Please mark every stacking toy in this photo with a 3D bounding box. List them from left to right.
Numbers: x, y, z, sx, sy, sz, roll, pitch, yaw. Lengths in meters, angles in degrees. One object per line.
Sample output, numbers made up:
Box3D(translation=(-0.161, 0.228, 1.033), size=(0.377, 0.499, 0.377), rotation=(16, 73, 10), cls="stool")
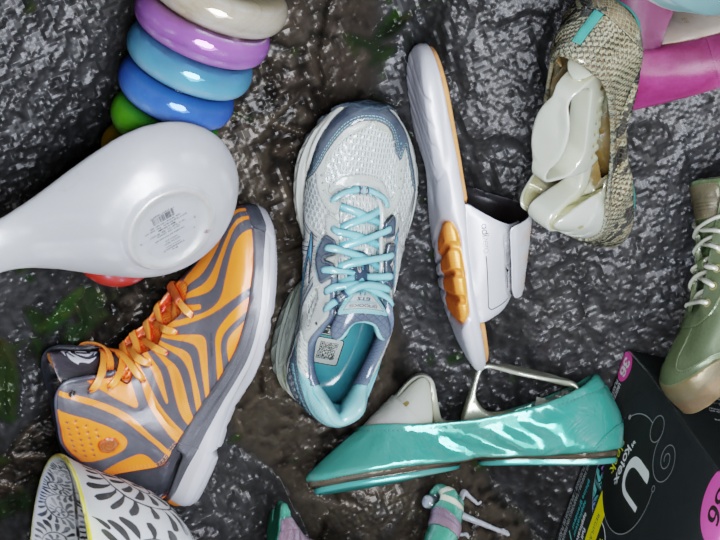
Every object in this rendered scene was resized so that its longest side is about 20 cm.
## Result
Box3D(translation=(-0.116, -0.081, 1.472), size=(0.085, 0.085, 0.200), rotation=(18, 113, -20), cls="stacking toy")

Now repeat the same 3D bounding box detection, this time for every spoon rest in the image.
Box3D(translation=(-0.158, -0.017, 1.432), size=(0.200, 0.061, 0.100), rotation=(-28, 133, -16), cls="spoon rest")

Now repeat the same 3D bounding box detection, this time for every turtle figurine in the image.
Box3D(translation=(0.031, 0.209, 1.619), size=(0.199, 0.101, 0.150), rotation=(13, 109, -12), cls="turtle figurine")

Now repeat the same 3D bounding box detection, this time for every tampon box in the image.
Box3D(translation=(0.224, 0.165, 1.585), size=(0.126, 0.200, 0.150), rotation=(12, 109, -18), cls="tampon box")

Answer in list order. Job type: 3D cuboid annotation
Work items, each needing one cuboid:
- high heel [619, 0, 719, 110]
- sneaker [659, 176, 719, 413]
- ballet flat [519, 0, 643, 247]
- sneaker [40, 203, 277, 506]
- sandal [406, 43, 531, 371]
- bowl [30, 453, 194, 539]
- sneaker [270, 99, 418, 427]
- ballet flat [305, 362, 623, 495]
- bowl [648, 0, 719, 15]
Box3D(translation=(0.222, -0.122, 1.546), size=(0.199, 0.067, 0.096), rotation=(12, 121, -13), cls="high heel")
Box3D(translation=(0.223, -0.017, 1.561), size=(0.090, 0.067, 0.200), rotation=(43, 71, -15), cls="sneaker")
Box3D(translation=(0.123, -0.070, 1.500), size=(0.075, 0.068, 0.200), rotation=(-48, 153, -33), cls="ballet flat")
Box3D(translation=(-0.123, 0.046, 1.519), size=(0.112, 0.078, 0.200), rotation=(14, 109, -20), cls="sneaker")
Box3D(translation=(0.072, -0.037, 1.530), size=(0.059, 0.079, 0.207), rotation=(-12, 113, -5), cls="sandal")
Box3D(translation=(-0.131, 0.205, 1.510), size=(0.094, 0.201, 0.201), rotation=(-2, 113, -18), cls="bowl")
Box3D(translation=(0.000, 0.000, 1.524), size=(0.077, 0.086, 0.201), rotation=(2, 112, -15), cls="sneaker")
Box3D(translation=(0.062, 0.094, 1.596), size=(0.199, 0.067, 0.071), rotation=(-6, 87, -5), cls="ballet flat")
Box3D(translation=(0.179, -0.220, 1.432), size=(0.201, 0.201, 0.105), rotation=(35, 121, -24), cls="bowl")
